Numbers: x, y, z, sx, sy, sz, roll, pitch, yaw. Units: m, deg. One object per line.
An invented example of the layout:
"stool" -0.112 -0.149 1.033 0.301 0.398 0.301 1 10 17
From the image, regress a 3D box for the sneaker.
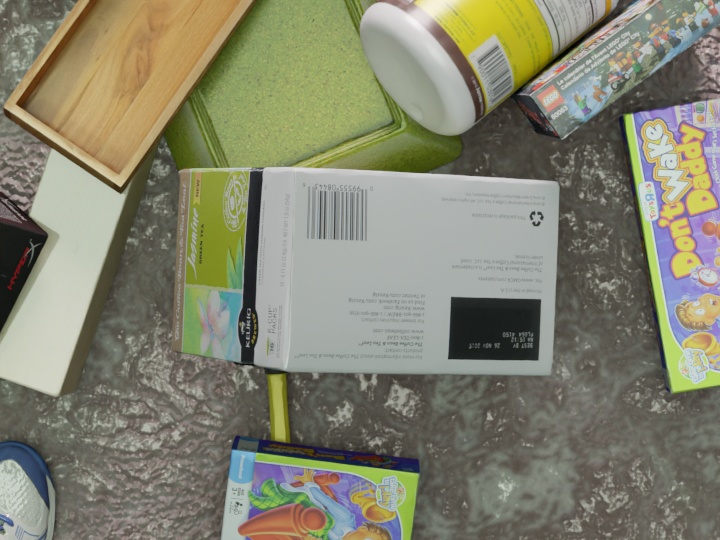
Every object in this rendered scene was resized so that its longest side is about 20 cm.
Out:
"sneaker" -0.275 0.220 1.718 0.075 0.088 0.200 19 90 4

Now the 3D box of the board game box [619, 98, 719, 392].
"board game box" 0.268 -0.023 1.705 0.134 0.045 0.200 -10 90 3

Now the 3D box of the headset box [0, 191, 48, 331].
"headset box" -0.335 0.001 1.627 0.075 0.200 0.149 37 103 44

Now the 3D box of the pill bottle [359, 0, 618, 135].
"pill bottle" 0.104 -0.191 1.673 0.200 0.109 0.109 -39 89 -17

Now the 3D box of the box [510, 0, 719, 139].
"box" 0.172 -0.146 1.638 0.137 0.200 0.038 -36 94 2

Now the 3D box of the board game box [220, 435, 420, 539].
"board game box" -0.037 0.227 1.712 0.134 0.045 0.200 7 99 0

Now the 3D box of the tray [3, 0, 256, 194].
"tray" -0.150 -0.163 1.670 0.099 0.037 0.200 34 81 0

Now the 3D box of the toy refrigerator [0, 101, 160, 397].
"toy refrigerator" -0.210 -0.016 1.719 0.070 0.076 0.200 18 92 2

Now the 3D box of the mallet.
"mallet" -0.048 0.124 1.736 0.066 0.041 0.200 -10 95 0

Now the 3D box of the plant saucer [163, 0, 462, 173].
"plant saucer" -0.053 -0.138 1.725 0.200 0.048 0.200 -22 89 2

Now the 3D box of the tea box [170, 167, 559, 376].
"tea box" 0.000 0.000 1.617 0.200 0.197 0.134 2 90 -27
